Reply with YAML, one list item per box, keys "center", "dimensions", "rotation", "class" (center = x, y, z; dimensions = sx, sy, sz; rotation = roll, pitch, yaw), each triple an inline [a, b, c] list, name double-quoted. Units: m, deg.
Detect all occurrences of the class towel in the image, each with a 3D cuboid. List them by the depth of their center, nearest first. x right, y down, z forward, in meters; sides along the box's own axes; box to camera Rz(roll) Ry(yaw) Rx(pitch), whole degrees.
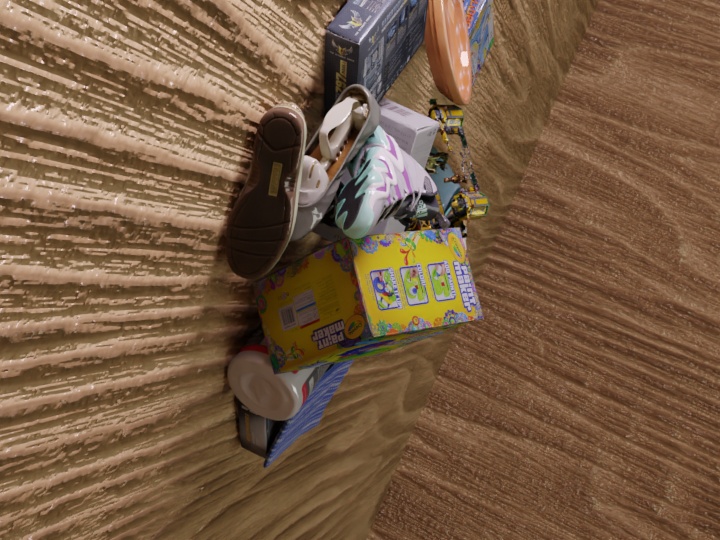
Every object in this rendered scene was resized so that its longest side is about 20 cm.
- center: [-0.067, 0.194, 1.570]
  dimensions: [0.145, 0.024, 0.201]
  rotation: [-36, 159, -52]
  class: "towel"

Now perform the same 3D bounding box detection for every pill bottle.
- center: [-0.085, 0.096, 1.443]
  dimensions: [0.200, 0.110, 0.111]
  rotation: [-53, 162, -42]
  class: "pill bottle"

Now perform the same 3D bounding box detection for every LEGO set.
- center: [0.082, -0.135, 1.507]
  dimensions: [0.115, 0.153, 0.202]
  rotation: [-7, 85, -37]
  class: "LEGO set"

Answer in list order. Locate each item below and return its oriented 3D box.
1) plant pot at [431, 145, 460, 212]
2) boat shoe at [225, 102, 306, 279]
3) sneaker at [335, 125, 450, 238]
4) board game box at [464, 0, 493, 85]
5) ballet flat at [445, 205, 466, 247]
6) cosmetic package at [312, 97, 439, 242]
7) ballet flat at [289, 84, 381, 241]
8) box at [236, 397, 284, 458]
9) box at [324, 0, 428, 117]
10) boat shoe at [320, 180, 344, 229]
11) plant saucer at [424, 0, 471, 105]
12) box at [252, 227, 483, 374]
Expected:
- center: [0.078, -0.115, 1.670]
  dimensions: [0.201, 0.134, 0.201]
  rotation: [-59, 165, -27]
  class: "plant pot"
- center: [-0.096, -0.088, 1.182]
  dimensions: [0.076, 0.071, 0.201]
  rotation: [-76, -174, -68]
  class: "boat shoe"
- center: [0.048, -0.080, 1.256]
  dimensions: [0.078, 0.139, 0.201]
  rotation: [-43, -158, 34]
  class: "sneaker"
- center: [0.186, -0.386, 1.837]
  dimensions: [0.136, 0.034, 0.200]
  rotation: [-64, 167, -8]
  class: "board game box"
- center: [0.121, -0.019, 1.590]
  dimensions: [0.201, 0.063, 0.069]
  rotation: [-54, 165, -26]
  class: "ballet flat"
- center: [0.018, -0.125, 1.453]
  dimensions: [0.081, 0.112, 0.202]
  rotation: [-28, 140, -59]
  class: "cosmetic package"
- center: [-0.046, -0.129, 1.227]
  dimensions: [0.201, 0.067, 0.064]
  rotation: [-58, 156, -13]
  class: "ballet flat"
- center: [-0.112, 0.157, 1.581]
  dimensions: [0.201, 0.048, 0.159]
  rotation: [-59, 166, -31]
  class: "box"
- center: [0.022, -0.290, 1.317]
  dimensions: [0.201, 0.051, 0.158]
  rotation: [-57, 165, -30]
  class: "box"
- center: [-0.047, -0.092, 1.346]
  dimensions: [0.072, 0.067, 0.200]
  rotation: [-65, 164, -6]
  class: "boat shoe"
- center: [0.121, -0.333, 1.512]
  dimensions: [0.200, 0.037, 0.202]
  rotation: [-7, 90, -75]
  class: "plant saucer"
- center: [0.008, 0.037, 1.326]
  dimensions: [0.191, 0.123, 0.199]
  rotation: [-7, 168, -41]
  class: "box"
